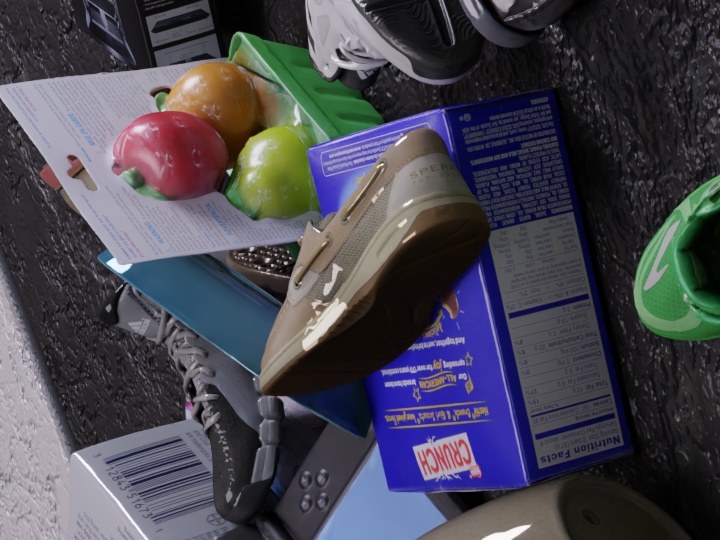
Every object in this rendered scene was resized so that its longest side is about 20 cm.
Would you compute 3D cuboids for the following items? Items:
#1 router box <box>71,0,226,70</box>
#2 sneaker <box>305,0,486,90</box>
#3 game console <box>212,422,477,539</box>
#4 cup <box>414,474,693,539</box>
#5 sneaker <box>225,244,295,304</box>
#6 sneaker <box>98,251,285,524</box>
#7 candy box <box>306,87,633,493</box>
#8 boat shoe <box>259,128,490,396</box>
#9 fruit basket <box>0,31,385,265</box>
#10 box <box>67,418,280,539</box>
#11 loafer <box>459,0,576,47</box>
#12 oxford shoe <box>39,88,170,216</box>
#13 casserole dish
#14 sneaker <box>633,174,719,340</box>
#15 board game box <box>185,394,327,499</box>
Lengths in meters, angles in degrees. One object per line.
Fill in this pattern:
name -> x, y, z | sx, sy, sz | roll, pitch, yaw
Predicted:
router box -> -0.151, -0.215, 1.889 | 0.200, 0.052, 0.158 | -141, 35, -64
sneaker -> 0.020, -0.135, 1.622 | 0.201, 0.075, 0.116 | -120, 20, -48
game console -> -0.022, 0.186, 1.715 | 0.200, 0.116, 0.176 | 49, 116, 37
cup -> 0.100, 0.188, 1.494 | 0.143, 0.200, 0.201 | -52, 51, 27
sneaker -> -0.022, 0.028, 1.774 | 0.200, 0.070, 0.076 | 24, 129, 61
sneaker -> -0.110, 0.058, 1.847 | 0.075, 0.115, 0.201 | 133, 144, -54
candy box -> 0.057, 0.015, 1.593 | 0.169, 0.077, 0.201 | -10, 92, 63
boat shoe -> 0.000, 0.000, 1.540 | 0.200, 0.072, 0.065 | -51, 52, 49
fruit basket -> -0.086, -0.061, 1.710 | 0.185, 0.199, 0.094 | 50, 144, 42
box -> -0.103, 0.231, 1.902 | 0.184, 0.105, 0.201 | 45, 140, 44
loafer -> 0.060, -0.214, 1.501 | 0.063, 0.072, 0.201 | -29, 82, 44
oxford shoe -> -0.147, -0.077, 2.014 | 0.075, 0.070, 0.200 | 51, 155, -8
casserole dish -> -0.065, 0.030, 1.694 | 0.200, 0.121, 0.039 | 35, 92, 37
sneaker -> 0.167, -0.013, 1.339 | 0.200, 0.083, 0.074 | -36, 71, 64
board game box -> -0.054, 0.176, 1.946 | 0.199, 0.043, 0.201 | 35, 133, 53
